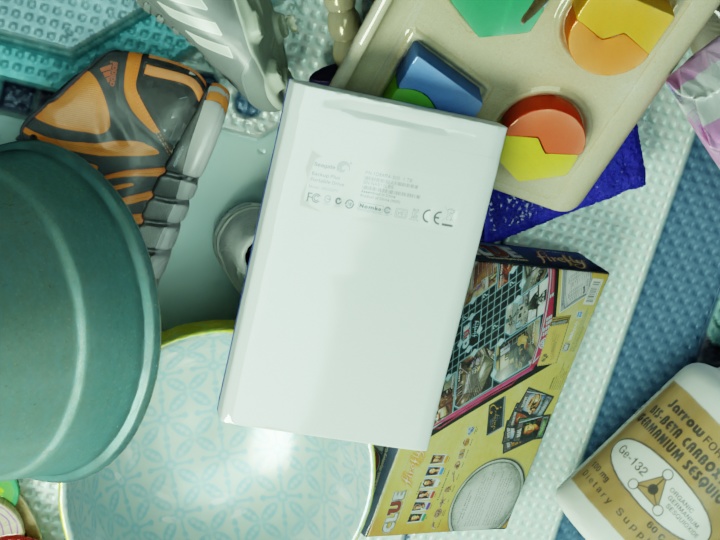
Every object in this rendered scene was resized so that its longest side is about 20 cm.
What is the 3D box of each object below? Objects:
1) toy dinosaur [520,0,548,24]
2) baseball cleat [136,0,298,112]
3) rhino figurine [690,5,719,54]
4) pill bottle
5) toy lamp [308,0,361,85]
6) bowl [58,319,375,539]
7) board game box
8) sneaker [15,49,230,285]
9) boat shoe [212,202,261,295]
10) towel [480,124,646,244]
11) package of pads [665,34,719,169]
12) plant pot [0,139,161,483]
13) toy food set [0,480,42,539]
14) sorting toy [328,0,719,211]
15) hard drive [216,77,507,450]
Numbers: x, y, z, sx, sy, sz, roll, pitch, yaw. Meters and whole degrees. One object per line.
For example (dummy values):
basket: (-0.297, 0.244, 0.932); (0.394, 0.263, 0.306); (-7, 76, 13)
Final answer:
toy dinosaur: (0.115, -0.230, 0.849); (0.105, 0.060, 0.202); (-13, 78, 3)
baseball cleat: (-0.112, -0.171, 0.921); (0.105, 0.070, 0.201); (-14, 127, 17)
rhino figurine: (0.228, -0.201, 1.000); (0.087, 0.060, 0.201); (-33, 110, 8)
pill bottle: (0.243, 0.130, 1.087); (0.200, 0.114, 0.114); (-44, 113, 3)
toy lamp: (-0.015, -0.173, 0.949); (0.058, 0.058, 0.202); (-14, 108, -10)
bowl: (-0.097, 0.114, 0.995); (0.198, 0.108, 0.202); (-5, 110, -13)
board game box: (0.076, 0.080, 1.037); (0.135, 0.035, 0.202); (5, 112, -41)
sneaker: (-0.164, -0.042, 0.952); (0.111, 0.078, 0.201); (22, 101, -9)
boat shoe: (-0.019, 0.039, 1.012); (0.072, 0.069, 0.201); (-34, 114, -2)
towel: (0.102, -0.122, 1.000); (0.146, 0.050, 0.202); (-20, 112, -7)
package of pads: (0.278, -0.096, 0.983); (0.120, 0.076, 0.200); (-33, 150, 14)
plant pot: (-0.246, 0.033, 0.837); (0.195, 0.199, 0.202); (-8, 116, -53)
toy food set: (-0.296, 0.198, 1.004); (0.197, 0.049, 0.201); (23, 101, -21)
sorting toy: (0.094, -0.122, 0.914); (0.198, 0.037, 0.186); (14, 129, -23)
hard drive: (0.000, 0.000, 0.914); (0.131, 0.025, 0.202); (10, 102, -17)
